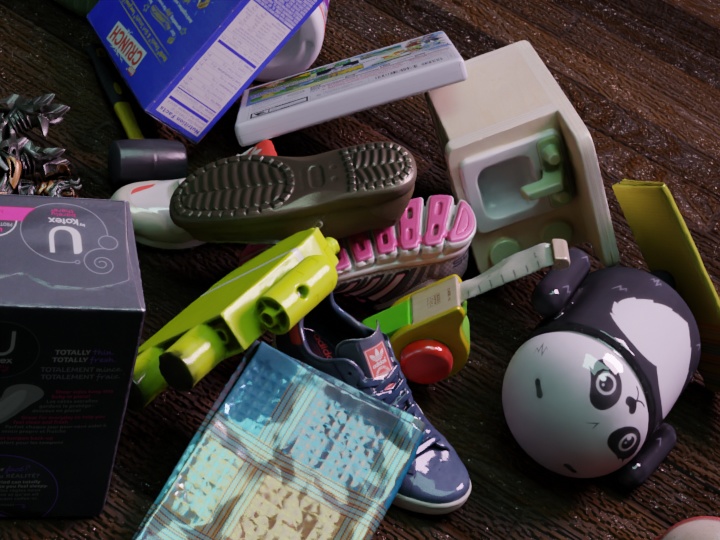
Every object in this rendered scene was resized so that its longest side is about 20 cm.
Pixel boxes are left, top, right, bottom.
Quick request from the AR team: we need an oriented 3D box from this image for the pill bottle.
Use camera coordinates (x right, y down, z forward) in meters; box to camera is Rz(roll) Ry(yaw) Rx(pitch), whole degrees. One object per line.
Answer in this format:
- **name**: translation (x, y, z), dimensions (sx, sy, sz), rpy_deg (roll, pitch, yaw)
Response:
- **pill bottle**: translation (-0.082, -0.285, 1.477), dimensions (0.110, 0.112, 0.201), rpy_deg (13, 41, -7)

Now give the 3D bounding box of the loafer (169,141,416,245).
- **loafer**: translation (-0.051, -0.048, 1.179), dimensions (0.197, 0.068, 0.077), rpy_deg (-5, 45, 7)

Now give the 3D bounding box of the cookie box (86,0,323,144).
- **cookie box**: translation (-0.133, -0.242, 1.329), dimensions (0.075, 0.200, 0.172), rpy_deg (32, 16, -45)

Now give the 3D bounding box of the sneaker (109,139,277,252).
- **sneaker**: translation (-0.109, -0.071, 1.246), dimensions (0.197, 0.094, 0.071), rpy_deg (1, 43, -20)

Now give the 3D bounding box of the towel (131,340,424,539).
- **towel**: translation (-0.057, 0.153, 1.034), dimensions (0.145, 0.022, 0.201), rpy_deg (26, 58, 9)

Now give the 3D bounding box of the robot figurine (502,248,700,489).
- **robot figurine**: translation (0.193, 0.075, 1.178), dimensions (0.149, 0.126, 0.200), rpy_deg (33, 42, 16)

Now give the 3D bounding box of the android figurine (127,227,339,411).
- **android figurine**: translation (-0.089, 0.031, 1.091), dimensions (0.041, 0.181, 0.200), rpy_deg (57, 44, -8)

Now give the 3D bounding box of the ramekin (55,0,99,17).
- **ramekin**: translation (-0.231, -0.328, 1.476), dimensions (0.197, 0.098, 0.201), rpy_deg (11, 42, -10)

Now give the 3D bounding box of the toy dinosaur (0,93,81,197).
- **toy dinosaur**: translation (-0.276, -0.061, 1.176), dimensions (0.198, 0.102, 0.137), rpy_deg (24, 58, -24)

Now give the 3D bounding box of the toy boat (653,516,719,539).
- **toy boat**: translation (0.279, 0.259, 1.035), dimensions (0.199, 0.131, 0.130), rpy_deg (37, 14, 20)

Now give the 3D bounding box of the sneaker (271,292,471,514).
- **sneaker**: translation (0.011, 0.092, 1.117), dimensions (0.200, 0.085, 0.075), rpy_deg (43, 45, 19)

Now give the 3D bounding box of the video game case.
- **video game case**: translation (-0.011, -0.162, 1.316), dimensions (0.197, 0.022, 0.183), rpy_deg (-17, 16, 3)

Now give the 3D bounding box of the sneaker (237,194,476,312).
- **sneaker**: translation (0.000, 0.000, 1.232), dimensions (0.197, 0.088, 0.074), rpy_deg (-11, 47, 1)

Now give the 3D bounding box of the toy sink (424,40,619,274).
- **toy sink**: translation (0.129, -0.084, 1.274), dimensions (0.111, 0.131, 0.201), rpy_deg (-19, 33, 1)

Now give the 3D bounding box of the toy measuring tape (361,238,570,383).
- **toy measuring tape**: translation (0.084, 0.039, 1.162), dimensions (0.074, 0.198, 0.074), rpy_deg (47, 29, -37)

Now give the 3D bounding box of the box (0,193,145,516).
- **box**: translation (-0.217, 0.058, 0.980), dimensions (0.121, 0.201, 0.107), rpy_deg (2, 43, -19)

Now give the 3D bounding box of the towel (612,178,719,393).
- **towel**: translation (0.271, 0.016, 1.227), dimensions (0.018, 0.202, 0.086), rpy_deg (-31, 13, -15)

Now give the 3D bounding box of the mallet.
- **mallet**: translation (-0.218, -0.140, 1.327), dimensions (0.065, 0.041, 0.201), rpy_deg (-7, 43, -32)
